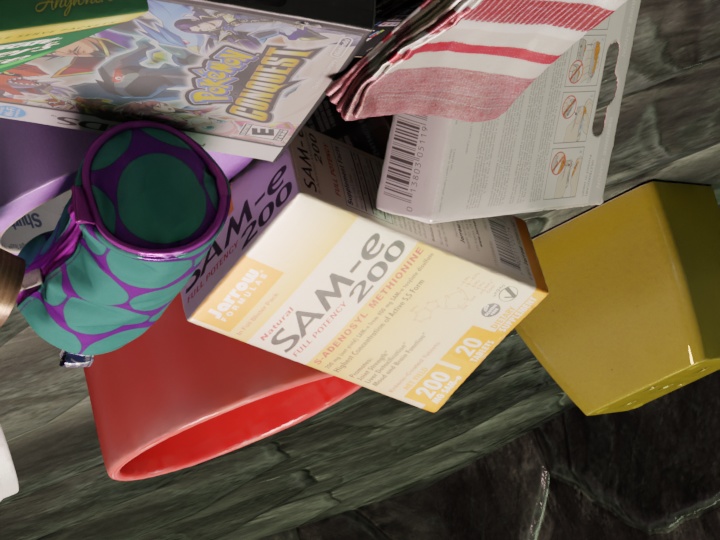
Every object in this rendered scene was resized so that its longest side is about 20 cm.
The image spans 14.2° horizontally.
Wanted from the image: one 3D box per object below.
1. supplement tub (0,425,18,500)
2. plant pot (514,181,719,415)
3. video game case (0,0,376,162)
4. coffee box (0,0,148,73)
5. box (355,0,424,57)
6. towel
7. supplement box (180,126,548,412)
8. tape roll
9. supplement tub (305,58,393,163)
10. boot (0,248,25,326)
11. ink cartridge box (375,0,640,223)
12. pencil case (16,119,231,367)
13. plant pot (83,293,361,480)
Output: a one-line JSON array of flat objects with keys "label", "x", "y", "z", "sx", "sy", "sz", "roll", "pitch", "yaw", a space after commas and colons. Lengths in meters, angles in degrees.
[{"label": "supplement tub", "x": -0.367, "y": 0.142, "z": 2.133, "sx": 0.200, "sy": 0.140, "sz": 0.140, "roll": -20, "pitch": 169, "yaw": -12}, {"label": "plant pot", "x": 0.267, "y": 0.035, "z": 2.838, "sx": 0.200, "sy": 0.176, "sz": 0.200, "roll": -28, "pitch": 169, "yaw": 22}, {"label": "video game case", "x": -0.105, "y": -0.112, "z": 1.505, "sx": 0.181, "sy": 0.026, "sz": 0.200, "roll": 9, "pitch": 161, "yaw": -14}, {"label": "coffee box", "x": -0.203, "y": -0.111, "z": 1.348, "sx": 0.123, "sy": 0.044, "sz": 0.200, "roll": -12, "pitch": 178, "yaw": -39}, {"label": "box", "x": 0.077, "y": -0.170, "z": 1.541, "sx": 0.198, "sy": 0.050, "sz": 0.200, "roll": -8, "pitch": 166, "yaw": -45}, {"label": "towel", "x": 0.092, "y": -0.138, "z": 1.484, "sx": 0.144, "sy": 0.023, "sz": 0.200, "roll": -4, "pitch": 151, "yaw": -50}, {"label": "supplement box", "x": 0.000, "y": 0.000, "z": 1.811, "sx": 0.200, "sy": 0.074, "sz": 0.126, "roll": 21, "pitch": 126, "yaw": -31}, {"label": "tape roll", "x": -0.164, "y": -0.067, "z": 1.717, "sx": 0.200, "sy": 0.066, "sz": 0.200, "roll": -21, "pitch": 170, "yaw": -4}, {"label": "supplement tub", "x": -0.056, "y": -0.061, "z": 1.866, "sx": 0.200, "sy": 0.107, "sz": 0.107, "roll": -24, "pitch": 170, "yaw": 11}, {"label": "boot", "x": -0.293, "y": 0.011, "z": 1.654, "sx": 0.155, "sy": 0.077, "sz": 0.200, "roll": 21, "pitch": 158, "yaw": -17}, {"label": "ink cartridge box", "x": 0.096, "y": -0.116, "z": 1.790, "sx": 0.050, "sy": 0.161, "sz": 0.200, "roll": 19, "pitch": -165, "yaw": 32}, {"label": "pencil case", "x": -0.139, "y": -0.014, "z": 1.623, "sx": 0.092, "sy": 0.085, "sz": 0.200, "roll": -7, "pitch": 164, "yaw": -20}, {"label": "plant pot", "x": -0.113, "y": 0.028, "z": 1.993, "sx": 0.200, "sy": 0.177, "sz": 0.200, "roll": -22, "pitch": 169, "yaw": -4}]
